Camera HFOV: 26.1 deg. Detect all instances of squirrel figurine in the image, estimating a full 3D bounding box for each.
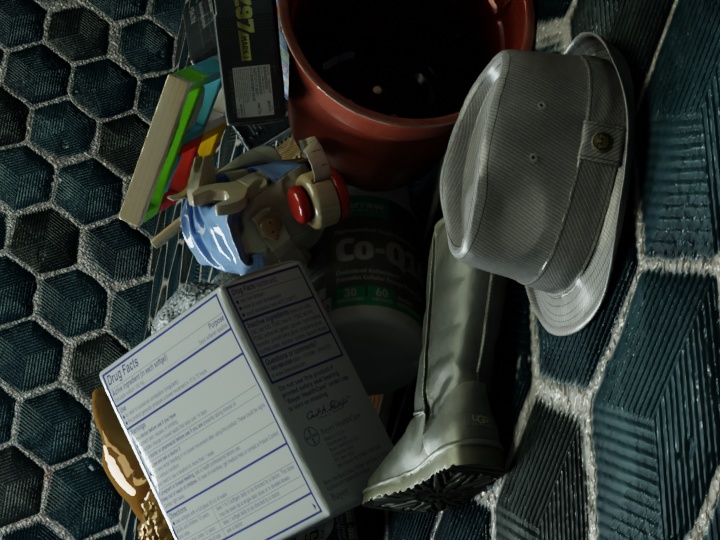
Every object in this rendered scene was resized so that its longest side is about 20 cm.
[{"bbox_3d":[-0.165,0.226,1.422,0.201,0.140,0.188,-110,19,-46],"label":"squirrel figurine"}]

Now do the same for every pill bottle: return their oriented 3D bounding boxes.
[{"bbox_3d":[0.000,0.000,1.362,0.113,0.112,0.201,114,160,-45],"label":"pill bottle"}]

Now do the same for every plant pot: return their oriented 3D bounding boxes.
[{"bbox_3d":[0.021,-0.169,1.270,0.195,0.199,0.202,115,162,-69],"label":"plant pot"}]

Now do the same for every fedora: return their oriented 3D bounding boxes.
[{"bbox_3d":[0.107,-0.064,1.015,0.177,0.090,0.202,-178,98,-77],"label":"fedora"}]

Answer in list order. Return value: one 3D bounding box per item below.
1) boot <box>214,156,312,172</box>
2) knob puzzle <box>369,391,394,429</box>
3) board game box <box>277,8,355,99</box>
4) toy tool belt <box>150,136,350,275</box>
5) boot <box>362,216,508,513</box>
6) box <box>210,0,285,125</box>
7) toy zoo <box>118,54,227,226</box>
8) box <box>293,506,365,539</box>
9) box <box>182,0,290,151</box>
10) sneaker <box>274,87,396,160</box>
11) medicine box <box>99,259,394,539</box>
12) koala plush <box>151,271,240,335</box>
[{"bbox_3d":[-0.056,-0.085,1.469,0.075,0.199,0.074,33,123,54],"label":"boot"},{"bbox_3d":[-0.006,0.118,1.475,0.220,0.030,0.221,-169,90,-76],"label":"knob puzzle"},{"bbox_3d":[-0.006,-0.254,1.394,0.200,0.062,0.200,-40,-17,-5],"label":"board game box"},{"bbox_3d":[-0.098,-0.041,1.297,0.200,0.122,0.126,0,109,67],"label":"toy tool belt"},{"bbox_3d":[0.058,0.070,1.161,0.182,0.072,0.201,-36,50,52],"label":"boot"},{"bbox_3d":[-0.093,-0.227,1.240,0.158,0.051,0.202,-104,8,-76],"label":"box"},{"bbox_3d":[-0.146,-0.121,1.348,0.200,0.020,0.132,-49,-18,-71],"label":"toy zoo"},{"bbox_3d":[-0.072,0.219,1.479,0.200,0.085,0.165,129,136,-63],"label":"box"},{"bbox_3d":[-0.072,-0.249,1.626,0.124,0.196,0.200,58,-175,-25],"label":"box"},{"bbox_3d":[0.004,-0.113,1.558,0.199,0.112,0.072,-29,36,33],"label":"sneaker"},{"bbox_3d":[-0.091,0.124,1.267,0.182,0.103,0.201,-33,80,40],"label":"medicine box"},{"bbox_3d":[-0.145,0.054,1.843,0.200,0.182,0.178,-80,7,-65],"label":"koala plush"}]
